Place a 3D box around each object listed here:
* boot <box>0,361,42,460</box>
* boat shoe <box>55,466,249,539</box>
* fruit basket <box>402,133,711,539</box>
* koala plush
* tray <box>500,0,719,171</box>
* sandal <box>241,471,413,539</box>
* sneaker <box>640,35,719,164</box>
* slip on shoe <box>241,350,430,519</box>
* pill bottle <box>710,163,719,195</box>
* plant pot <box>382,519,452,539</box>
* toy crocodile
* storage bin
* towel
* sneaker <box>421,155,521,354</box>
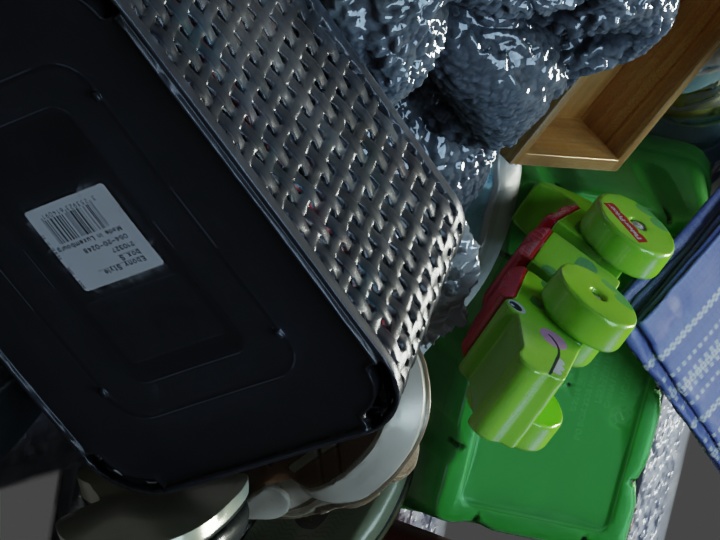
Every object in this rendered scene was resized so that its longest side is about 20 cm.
[{"bbox_3d":[-0.152,0.092,0.981,0.169,0.076,0.200,-54,139,-13],"label":"boot"},{"bbox_3d":[-0.076,0.109,1.018,0.201,0.073,0.064,-170,-110,-84],"label":"boat shoe"},{"bbox_3d":[0.090,0.025,1.271,0.216,0.154,0.217,-168,-90,-79],"label":"fruit basket"},{"bbox_3d":[0.019,-0.079,1.027,0.183,0.178,0.201,0,132,-26],"label":"koala plush"},{"bbox_3d":[0.135,-0.128,1.101,0.200,0.037,0.098,-52,155,21],"label":"tray"},{"bbox_3d":[-0.044,0.136,1.170,0.202,0.079,0.057,-65,153,-21],"label":"sandal"},{"bbox_3d":[0.157,-0.091,1.274,0.200,0.079,0.131,-55,157,-62],"label":"sneaker"},{"bbox_3d":[-0.004,0.060,1.031,0.060,0.200,0.077,2,73,-19],"label":"slip on shoe"},{"bbox_3d":[0.214,-0.007,1.350,0.116,0.115,0.200,-60,-179,-10],"label":"pill bottle"},{"bbox_3d":[0.043,0.213,1.229,0.200,0.195,0.202,-32,133,-41],"label":"plant pot"},{"bbox_3d":[0.075,0.013,1.063,0.068,0.062,0.200,-55,179,28],"label":"toy crocodile"},{"bbox_3d":[-0.073,-0.034,0.894,0.200,0.135,0.094,53,38,-26],"label":"storage bin"},{"bbox_3d":[0.201,0.034,1.209,0.145,0.024,0.200,-48,127,-13],"label":"towel"},{"bbox_3d":[0.000,0.000,1.138,0.201,0.074,0.082,-62,150,3],"label":"sneaker"}]
